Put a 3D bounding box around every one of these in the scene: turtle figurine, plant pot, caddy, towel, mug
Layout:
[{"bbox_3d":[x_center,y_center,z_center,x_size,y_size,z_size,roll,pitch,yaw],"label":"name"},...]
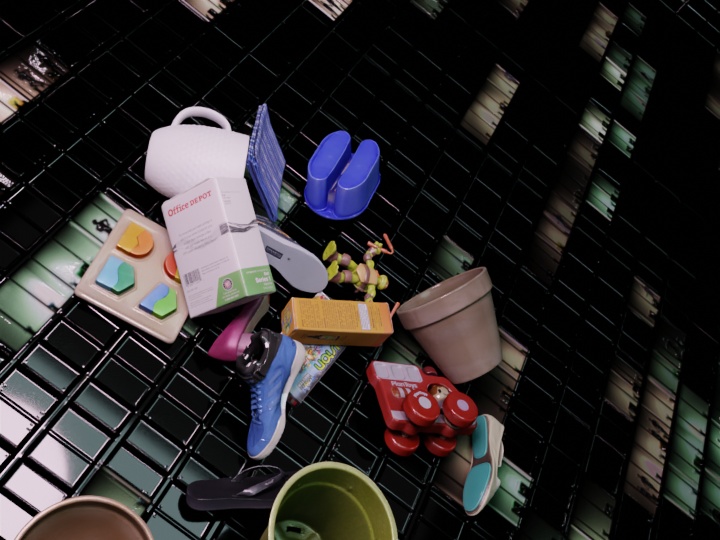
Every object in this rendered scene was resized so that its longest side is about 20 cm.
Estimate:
[{"bbox_3d":[0.000,0.000,1.423,0.159,0.064,0.205,22,56,-32],"label":"turtle figurine"},{"bbox_3d":[-0.071,0.412,1.061,0.195,0.190,0.205,13,56,-20],"label":"plant pot"},{"bbox_3d":[-0.036,-0.193,1.497,0.138,0.106,0.202,19,51,12],"label":"caddy"},{"bbox_3d":[-0.373,0.414,0.955,0.196,0.093,0.205,13,56,-21],"label":"plant pot"},{"bbox_3d":[-0.176,-0.210,1.391,0.023,0.147,0.203,-9,42,10],"label":"towel"},{"bbox_3d":[-0.299,-0.215,1.331,0.171,0.148,0.205,10,63,-12],"label":"mug"},{"bbox_3d":[0.192,0.115,1.400,0.198,0.198,0.177,-28,93,-37],"label":"plant pot"}]

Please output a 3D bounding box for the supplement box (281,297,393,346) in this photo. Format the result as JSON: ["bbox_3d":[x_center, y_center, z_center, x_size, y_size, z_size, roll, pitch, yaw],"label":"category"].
[{"bbox_3d":[-0.042,0.094,1.299,0.195,0.067,0.070,3,60,-28],"label":"supplement box"}]

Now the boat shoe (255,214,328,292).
[{"bbox_3d":[-0.144,-0.040,1.353,0.198,0.071,0.091,34,17,-16],"label":"boat shoe"}]

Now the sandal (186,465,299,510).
[{"bbox_3d":[-0.171,0.336,1.120,0.195,0.076,0.044,1,104,-28],"label":"sandal"}]

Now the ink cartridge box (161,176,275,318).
[{"bbox_3d":[-0.241,-0.039,1.217,0.084,0.144,0.205,-9,82,-56],"label":"ink cartridge box"}]

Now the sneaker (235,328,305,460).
[{"bbox_3d":[-0.168,0.195,1.167,0.110,0.076,0.205,31,73,-39],"label":"sneaker"}]

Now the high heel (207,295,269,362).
[{"bbox_3d":[-0.212,0.070,1.274,0.093,0.068,0.203,2,46,-1],"label":"high heel"}]

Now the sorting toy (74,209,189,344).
[{"bbox_3d":[-0.363,0.003,1.239,0.182,0.037,0.203,29,52,-11],"label":"sorting toy"}]

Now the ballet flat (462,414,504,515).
[{"bbox_3d":[0.238,0.368,1.344,0.068,0.070,0.203,25,53,-13],"label":"ballet flat"}]

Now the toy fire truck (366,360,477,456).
[{"bbox_3d":[0.117,0.241,1.331,0.195,0.113,0.170,8,40,-26],"label":"toy fire truck"}]

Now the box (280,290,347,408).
[{"bbox_3d":[-0.096,0.140,1.308,0.110,0.035,0.200,42,51,-1],"label":"box"}]
